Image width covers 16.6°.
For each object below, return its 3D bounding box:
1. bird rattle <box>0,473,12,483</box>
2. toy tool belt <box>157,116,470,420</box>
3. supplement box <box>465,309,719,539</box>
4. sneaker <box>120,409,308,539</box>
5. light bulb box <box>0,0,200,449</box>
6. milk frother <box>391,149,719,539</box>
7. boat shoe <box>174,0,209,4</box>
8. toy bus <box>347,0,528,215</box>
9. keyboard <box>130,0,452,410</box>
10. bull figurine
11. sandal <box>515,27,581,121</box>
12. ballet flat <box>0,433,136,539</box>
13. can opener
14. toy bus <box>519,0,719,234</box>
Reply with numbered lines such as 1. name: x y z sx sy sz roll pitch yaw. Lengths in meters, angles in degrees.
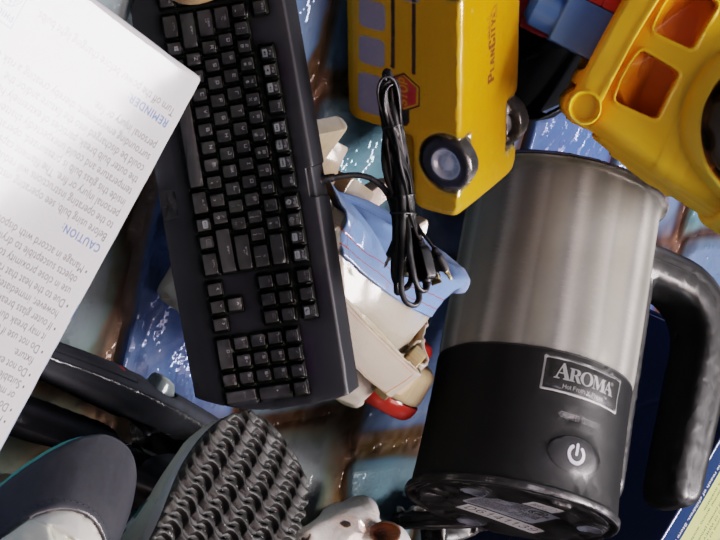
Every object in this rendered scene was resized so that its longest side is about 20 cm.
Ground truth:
1. bird rattle: -0.188 0.153 1.129 0.163 0.112 0.201 -20 113 -60
2. toy tool belt: 0.000 0.000 1.230 0.123 0.125 0.200 -58 146 5
3. supplement box: 0.179 0.155 1.541 0.200 0.134 0.200 -57 144 -11
4. sneaker: -0.098 0.139 1.107 0.070 0.093 0.200 52 40 -19
5. light bulb box: -0.200 -0.034 0.880 0.125 0.198 0.201 34 83 -53
6. milk frother: 0.088 0.057 1.383 0.180 0.199 0.189 28 66 -40
7. boat shoe: -0.028 -0.208 1.111 0.200 0.070 0.070 -50 146 -21
8. toy bus: 0.037 -0.132 1.230 0.065 0.078 0.201 -41 139 -47
9. keyboard: -0.030 -0.040 1.123 0.021 0.126 0.201 -71 151 -85
10. bull figurine: 0.012 0.207 1.409 0.200 0.065 0.122 42 70 -55
11. sandal: 0.105 -0.113 1.365 0.200 0.043 0.076 -38 137 -33
12. ballet flat: -0.156 0.147 1.009 0.200 0.073 0.073 -39 138 -21
13. can opener: -0.121 0.069 1.166 0.200 0.078 0.064 35 69 -42
14. toy bus: 0.176 -0.140 1.269 0.201 0.192 0.136 -60 180 6
